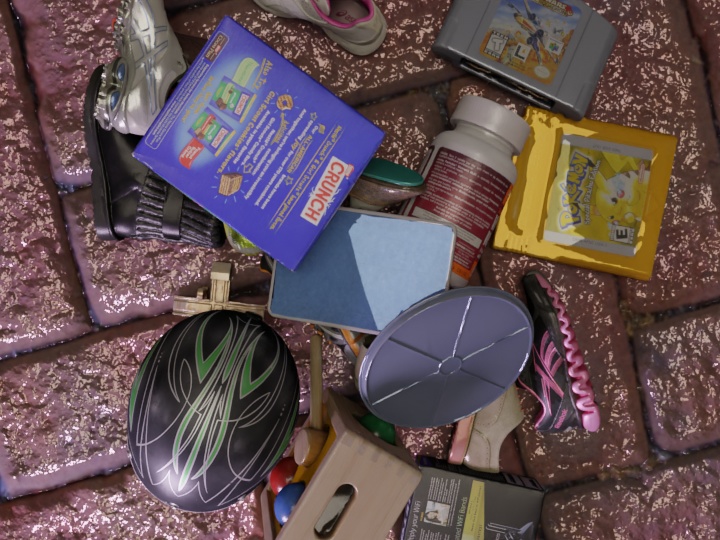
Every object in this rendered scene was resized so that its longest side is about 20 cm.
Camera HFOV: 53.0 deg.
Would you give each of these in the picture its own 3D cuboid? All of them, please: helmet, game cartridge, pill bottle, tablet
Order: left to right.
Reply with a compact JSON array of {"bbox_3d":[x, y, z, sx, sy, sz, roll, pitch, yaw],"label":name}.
[{"bbox_3d":[-0.155,0.145,0.772,0.196,0.191,0.204,0,99,-1],"label":"helmet"},{"bbox_3d":[0.000,0.000,0.789,0.196,0.014,0.133,9,92,8],"label":"tablet"},{"bbox_3d":[0.114,-0.090,0.836,0.108,0.110,0.203,26,91,-1],"label":"pill bottle"},{"bbox_3d":[0.199,-0.279,0.860,0.197,0.042,0.135,25,85,2],"label":"game cartridge"},{"bbox_3d":[0.270,-0.094,0.877,0.196,0.032,0.180,11,91,-2],"label":"game cartridge"}]

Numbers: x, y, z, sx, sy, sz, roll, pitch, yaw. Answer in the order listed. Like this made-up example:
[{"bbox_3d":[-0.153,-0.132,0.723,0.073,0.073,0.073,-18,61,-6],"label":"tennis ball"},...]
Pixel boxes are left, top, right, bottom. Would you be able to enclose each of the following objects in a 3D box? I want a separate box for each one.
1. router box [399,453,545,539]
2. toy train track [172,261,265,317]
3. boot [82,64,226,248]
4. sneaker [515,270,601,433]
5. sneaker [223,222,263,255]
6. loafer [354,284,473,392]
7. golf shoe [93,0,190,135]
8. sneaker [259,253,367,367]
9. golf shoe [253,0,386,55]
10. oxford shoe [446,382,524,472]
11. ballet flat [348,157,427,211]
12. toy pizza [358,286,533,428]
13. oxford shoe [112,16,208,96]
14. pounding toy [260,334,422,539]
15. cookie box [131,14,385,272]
[{"bbox_3d":[0.124,0.341,0.871,0.154,0.052,0.204,12,91,0],"label":"router box"},{"bbox_3d":[-0.178,0.092,0.875,0.112,0.033,0.204,6,92,0],"label":"toy train track"},{"bbox_3d":[-0.231,-0.132,0.846,0.154,0.079,0.216,0,101,6],"label":"boot"},{"bbox_3d":[0.218,0.103,0.865,0.094,0.079,0.204,-18,88,16],"label":"sneaker"},{"bbox_3d":[-0.126,-0.120,0.835,0.074,0.105,0.204,5,92,-3],"label":"sneaker"},{"bbox_3d":[0.076,0.072,0.827,0.199,0.069,0.075,-33,46,-24],"label":"loafer"},{"bbox_3d":[-0.227,-0.245,0.796,0.096,0.078,0.204,12,87,-21],"label":"golf shoe"},{"bbox_3d":[-0.044,0.038,0.863,0.077,0.078,0.202,-30,97,29],"label":"sneaker"},{"bbox_3d":[-0.058,-0.327,0.842,0.197,0.092,0.076,25,92,1],"label":"golf shoe"},{"bbox_3d":[0.164,0.143,0.860,0.073,0.071,0.204,18,101,5],"label":"oxford shoe"},{"bbox_3d":[-0.012,-0.104,0.837,0.198,0.068,0.068,25,123,28],"label":"ballet flat"},{"bbox_3d":[0.090,0.091,0.766,0.196,0.032,0.203,-11,130,-13],"label":"toy pizza"},{"bbox_3d":[-0.208,-0.249,0.865,0.198,0.071,0.073,35,57,6],"label":"oxford shoe"},{"bbox_3d":[-0.036,0.210,0.817,0.141,0.184,0.202,31,91,-13],"label":"pounding toy"},{"bbox_3d":[-0.101,-0.124,0.745,0.199,0.075,0.172,36,90,-3],"label":"cookie box"}]
